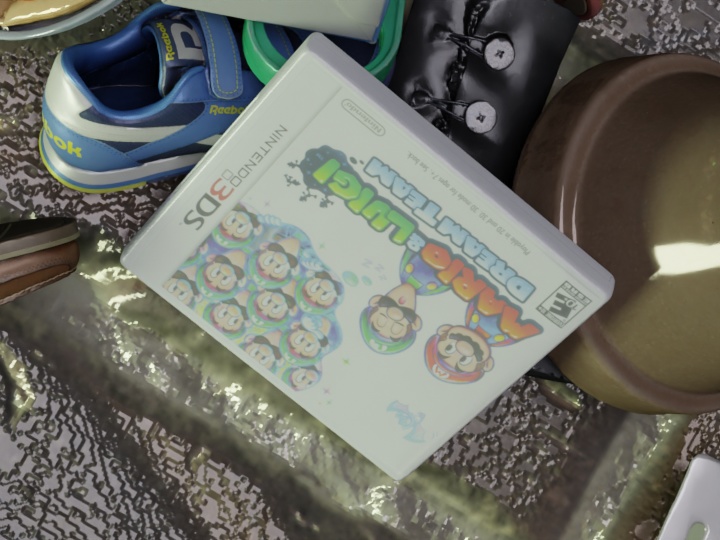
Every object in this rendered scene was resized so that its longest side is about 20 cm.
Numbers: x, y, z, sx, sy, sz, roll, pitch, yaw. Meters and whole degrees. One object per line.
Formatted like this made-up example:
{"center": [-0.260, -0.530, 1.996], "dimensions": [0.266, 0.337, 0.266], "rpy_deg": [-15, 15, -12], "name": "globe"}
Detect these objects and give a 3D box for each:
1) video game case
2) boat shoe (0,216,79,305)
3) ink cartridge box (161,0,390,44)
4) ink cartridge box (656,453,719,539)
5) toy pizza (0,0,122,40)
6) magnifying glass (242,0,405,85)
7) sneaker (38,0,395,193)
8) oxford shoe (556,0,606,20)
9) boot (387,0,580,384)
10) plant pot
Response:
{"center": [0.000, 0.000, 1.019], "dimensions": [0.200, 0.024, 0.182], "rpy_deg": [38, 126, -10], "name": "video game case"}
{"center": [-0.235, 0.028, 1.021], "dimensions": [0.198, 0.072, 0.069], "rpy_deg": [-17, 99, -2], "name": "boat shoe"}
{"center": [-0.031, -0.223, 1.023], "dimensions": [0.114, 0.068, 0.201], "rpy_deg": [11, 56, -6], "name": "ink cartridge box"}
{"center": [0.242, 0.189, 1.125], "dimensions": [0.199, 0.067, 0.117], "rpy_deg": [26, 86, -12], "name": "ink cartridge box"}
{"center": [-0.141, -0.206, 0.976], "dimensions": [0.201, 0.200, 0.032], "rpy_deg": [-57, 136, -5], "name": "toy pizza"}
{"center": [0.009, -0.158, 1.042], "dimensions": [0.079, 0.022, 0.200], "rpy_deg": [32, 53, 10], "name": "magnifying glass"}
{"center": [-0.073, -0.101, 1.032], "dimensions": [0.198, 0.083, 0.074], "rpy_deg": [-18, 57, -13], "name": "sneaker"}
{"center": [0.106, -0.240, 1.084], "dimensions": [0.074, 0.070, 0.201], "rpy_deg": [-25, 98, -16], "name": "oxford shoe"}
{"center": [0.080, -0.051, 1.090], "dimensions": [0.164, 0.066, 0.202], "rpy_deg": [18, 83, -14], "name": "boot"}
{"center": [0.205, -0.024, 1.028], "dimensions": [0.199, 0.174, 0.202], "rpy_deg": [2, 86, -34], "name": "plant pot"}
